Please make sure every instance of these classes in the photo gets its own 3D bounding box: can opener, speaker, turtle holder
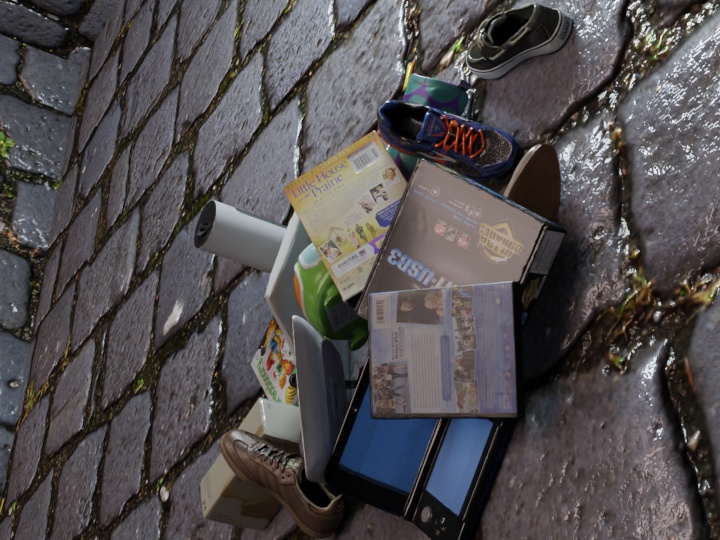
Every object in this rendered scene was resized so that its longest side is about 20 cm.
[{"bbox_3d":[-0.044,0.179,1.711,0.053,0.066,0.201,-47,30,43],"label":"can opener"},{"bbox_3d":[-0.156,-0.042,1.918,0.081,0.199,0.082,-42,38,45],"label":"speaker"},{"bbox_3d":[-0.008,-0.002,1.642,0.186,0.141,0.132,-54,44,2],"label":"turtle holder"}]

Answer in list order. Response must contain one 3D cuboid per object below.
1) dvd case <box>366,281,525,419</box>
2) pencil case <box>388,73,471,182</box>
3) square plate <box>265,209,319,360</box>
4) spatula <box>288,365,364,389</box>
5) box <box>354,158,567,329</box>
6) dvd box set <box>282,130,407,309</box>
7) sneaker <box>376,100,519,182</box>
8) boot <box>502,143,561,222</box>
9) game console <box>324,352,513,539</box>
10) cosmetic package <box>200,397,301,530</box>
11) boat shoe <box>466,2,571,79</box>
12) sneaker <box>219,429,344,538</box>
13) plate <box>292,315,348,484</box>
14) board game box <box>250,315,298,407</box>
[{"bbox_3d":[0.089,0.090,1.344,0.199,0.018,0.143,-6,84,39],"label":"dvd case"},{"bbox_3d":[0.083,-0.159,1.643,0.085,0.092,0.201,8,79,62],"label":"pencil case"},{"bbox_3d":[-0.081,0.018,1.739,0.028,0.200,0.199,3,54,18],"label":"square plate"},{"bbox_3d":[-0.026,0.154,1.663,0.199,0.021,0.057,-2,76,45],"label":"spatula"},{"bbox_3d":[0.107,0.003,1.380,0.200,0.050,0.199,33,104,38],"label":"box"},{"bbox_3d":[0.003,-0.067,1.567,0.146,0.029,0.200,-32,58,2],"label":"dvd box set"},{"bbox_3d":[0.103,-0.165,1.544,0.199,0.078,0.076,16,86,22],"label":"sneaker"},{"bbox_3d":[0.159,-0.049,1.451,0.146,0.070,0.201,5,78,66],"label":"boot"},{"bbox_3d":[0.067,0.195,1.410,0.171,0.118,0.201,26,97,65],"label":"game console"},{"bbox_3d":[-0.144,0.283,1.789,0.200,0.105,0.071,-56,31,32],"label":"cosmetic package"},{"bbox_3d":[0.185,-0.300,1.571,0.200,0.063,0.071,-14,61,61],"label":"boat shoe"},{"bbox_3d":[-0.098,0.266,1.648,0.070,0.200,0.076,-35,-22,-51],"label":"sneaker"},{"bbox_3d":[-0.043,0.168,1.554,0.200,0.032,0.201,51,-148,-73],"label":"plate"},{"bbox_3d":[-0.108,0.139,1.891,0.127,0.034,0.200,-65,26,14],"label":"board game box"}]
